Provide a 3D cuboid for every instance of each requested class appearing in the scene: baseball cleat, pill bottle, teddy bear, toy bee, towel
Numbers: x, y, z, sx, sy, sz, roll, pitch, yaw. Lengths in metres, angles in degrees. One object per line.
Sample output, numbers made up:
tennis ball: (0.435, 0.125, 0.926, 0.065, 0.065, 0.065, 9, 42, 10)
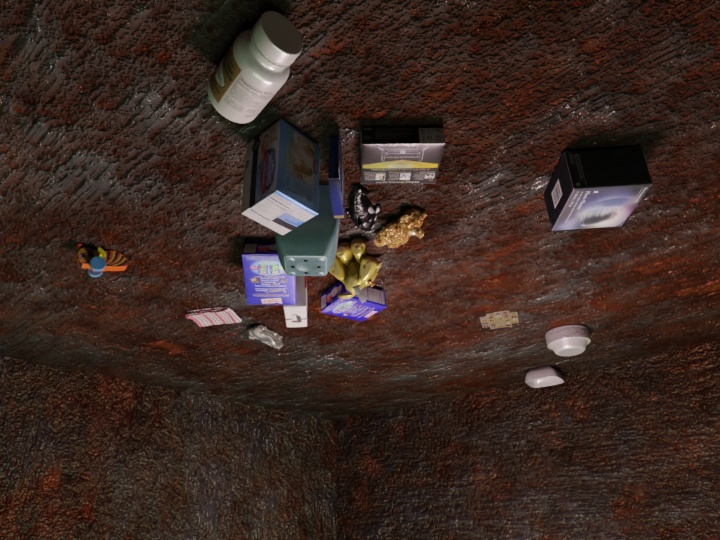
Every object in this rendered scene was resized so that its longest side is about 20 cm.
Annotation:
baseball cleat: (-0.436, 0.298, 2.382, 0.104, 0.071, 0.201, -7, 144, 26)
pill bottle: (-0.198, -0.380, 0.987, 0.113, 0.117, 0.199, 18, 147, -35)
teddy bear: (0.123, -0.113, 1.587, 0.198, 0.068, 0.144, -23, 149, 37)
toy bee: (-0.848, -0.040, 1.661, 0.129, 0.111, 0.199, -27, 170, 27)
towel: (-0.613, 0.198, 2.200, 0.195, 0.031, 0.147, -7, 154, 10)

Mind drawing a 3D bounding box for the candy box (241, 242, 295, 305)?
candy box: (-0.294, 0.013, 1.713, 0.165, 0.078, 0.203, 1, 124, -4)

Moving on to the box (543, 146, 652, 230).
box: (0.609, -0.208, 1.367, 0.194, 0.126, 0.201, -4, 154, 2)

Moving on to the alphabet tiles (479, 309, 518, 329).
alphabet tiles: (0.620, 0.221, 2.341, 0.163, 0.006, 0.200, -10, 152, 16)

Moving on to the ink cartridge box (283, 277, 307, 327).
ink cartridge box: (-0.233, 0.102, 1.900, 0.081, 0.150, 0.201, 0, 154, -5)

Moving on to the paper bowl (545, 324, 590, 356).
paper bowl: (0.984, 0.337, 2.486, 0.196, 0.106, 0.202, 0, 153, 0)

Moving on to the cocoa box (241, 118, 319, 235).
cocoa box: (-0.182, -0.214, 1.217, 0.130, 0.204, 0.132, -23, 146, 36)

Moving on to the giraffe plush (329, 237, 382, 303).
giraffe plush: (0.000, 0.000, 1.730, 0.170, 0.204, 0.162, -17, 179, 22)

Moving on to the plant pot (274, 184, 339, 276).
plant pot: (-0.150, -0.098, 1.452, 0.191, 0.204, 0.197, 1, 153, -4)

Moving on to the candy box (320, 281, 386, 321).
candy box: (-0.028, 0.118, 2.005, 0.197, 0.079, 0.168, 17, 147, -31)

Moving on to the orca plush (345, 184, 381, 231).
orca plush: (0.012, -0.157, 1.486, 0.103, 0.072, 0.201, 1, 153, -6)

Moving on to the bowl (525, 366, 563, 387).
bowl: (1.077, 0.622, 3.085, 0.197, 0.076, 0.199, -18, 149, 31)

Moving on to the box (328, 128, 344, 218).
box: (-0.058, -0.234, 1.276, 0.032, 0.124, 0.201, -1, 153, 0)

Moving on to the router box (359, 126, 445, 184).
router box: (0.096, -0.277, 1.276, 0.195, 0.053, 0.158, -1, 154, -3)
